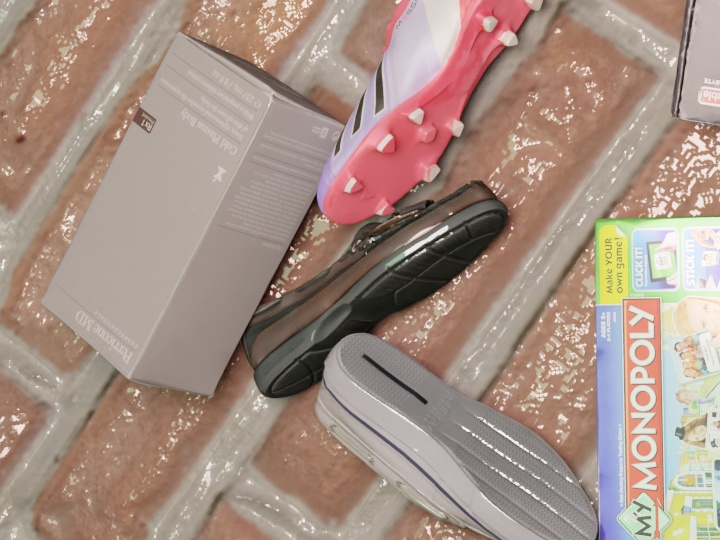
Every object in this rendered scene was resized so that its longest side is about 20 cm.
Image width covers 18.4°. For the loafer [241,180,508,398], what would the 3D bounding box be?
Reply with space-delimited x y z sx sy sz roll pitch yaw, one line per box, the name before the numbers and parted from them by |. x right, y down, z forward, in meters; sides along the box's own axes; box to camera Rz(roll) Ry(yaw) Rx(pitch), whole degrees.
loafer | 0.000 0.000 1.379 0.200 0.072 0.063 -39 65 20

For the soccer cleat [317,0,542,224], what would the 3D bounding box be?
soccer cleat | 0.033 -0.119 1.366 0.076 0.067 0.200 39 96 40

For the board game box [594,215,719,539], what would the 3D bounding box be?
board game box | 0.208 0.068 1.320 0.134 0.029 0.201 -1 89 20

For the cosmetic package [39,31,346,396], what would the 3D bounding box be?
cosmetic package | -0.105 -0.033 1.395 0.107 0.090 0.201 33 98 38

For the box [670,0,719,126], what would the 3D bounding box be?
box | 0.289 -0.170 1.262 0.199 0.050 0.200 11 101 17

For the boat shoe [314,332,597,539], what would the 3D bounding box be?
boat shoe | 0.057 0.118 1.363 0.200 0.073 0.067 41 136 17
